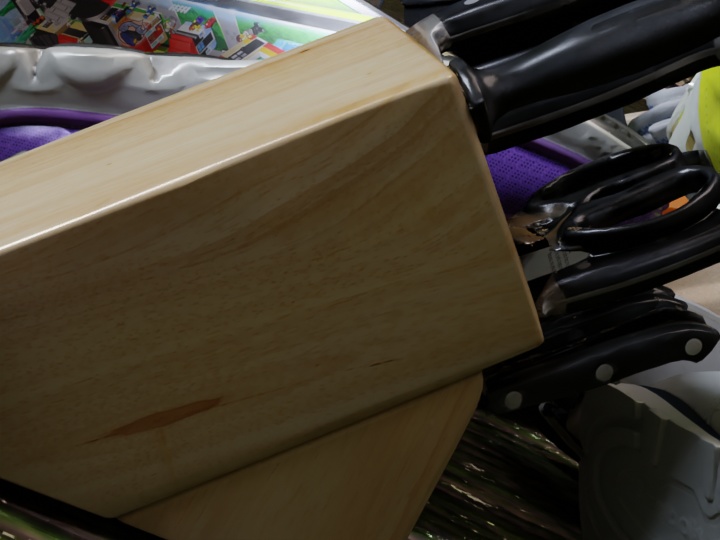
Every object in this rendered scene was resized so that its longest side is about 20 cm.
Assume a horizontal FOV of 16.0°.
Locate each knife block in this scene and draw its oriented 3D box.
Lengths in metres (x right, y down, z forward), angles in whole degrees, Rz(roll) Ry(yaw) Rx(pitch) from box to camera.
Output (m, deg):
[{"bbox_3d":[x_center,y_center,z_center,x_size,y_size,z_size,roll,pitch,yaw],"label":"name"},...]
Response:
[{"bbox_3d":[-0.008,-0.022,0.584,0.200,0.176,0.064,23,9,-19],"label":"knife block"}]

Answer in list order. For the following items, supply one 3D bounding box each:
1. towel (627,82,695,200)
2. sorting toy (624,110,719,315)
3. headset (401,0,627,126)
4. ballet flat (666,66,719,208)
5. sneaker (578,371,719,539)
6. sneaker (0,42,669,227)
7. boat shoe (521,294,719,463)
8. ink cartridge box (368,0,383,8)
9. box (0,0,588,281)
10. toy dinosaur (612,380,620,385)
[{"bbox_3d":[0.187,0.005,0.762,0.200,0.024,0.147,44,-26,-19],"label":"towel"},{"bbox_3d":[0.082,-0.020,0.971,0.185,0.037,0.200,-9,22,-12],"label":"sorting toy"},{"bbox_3d":[0.058,-0.077,0.858,0.094,0.124,0.200,-14,38,-11],"label":"headset"},{"bbox_3d":[0.120,-0.022,0.691,0.067,0.067,0.200,18,-26,39],"label":"ballet flat"},{"bbox_3d":[0.132,0.075,0.680,0.080,0.077,0.200,-3,23,-22],"label":"sneaker"},{"bbox_3d":[-0.016,-0.015,0.682,0.199,0.084,0.081,1,-2,14],"label":"sneaker"},{"bbox_3d":[0.140,0.067,0.833,0.200,0.075,0.093,35,-6,-11],"label":"boat shoe"},{"bbox_3d":[-0.097,-0.102,0.947,0.200,0.116,0.067,34,12,37],"label":"ink cartridge box"},{"bbox_3d":[-0.035,-0.034,0.745,0.200,0.110,0.035,33,-15,25],"label":"box"},{"bbox_3d":[0.000,0.000,0.787,0.200,0.102,0.077,42,-21,31],"label":"toy dinosaur"}]
